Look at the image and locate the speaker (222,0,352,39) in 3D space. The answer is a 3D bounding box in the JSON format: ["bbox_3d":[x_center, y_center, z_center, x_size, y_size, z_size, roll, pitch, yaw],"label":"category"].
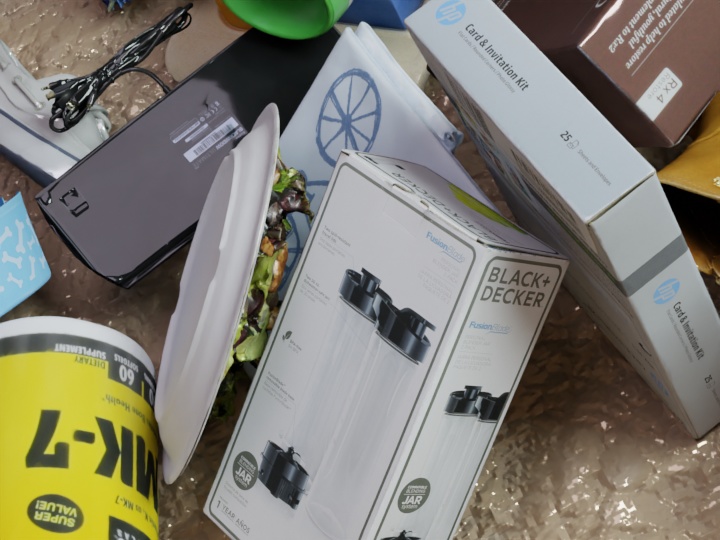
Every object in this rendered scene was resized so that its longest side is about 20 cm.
[{"bbox_3d":[-0.015,-0.231,1.139,0.088,0.089,0.201,6,58,29],"label":"speaker"}]

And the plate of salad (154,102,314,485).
[{"bbox_3d":[-0.063,0.014,1.020,0.048,0.200,0.201,16,60,-10],"label":"plate of salad"}]

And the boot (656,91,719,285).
[{"bbox_3d":[0.178,-0.059,0.968,0.144,0.071,0.201,-17,44,-40],"label":"boot"}]

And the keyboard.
[{"bbox_3d":[-0.100,-0.089,1.136,0.200,0.021,0.127,-38,76,-11],"label":"keyboard"}]

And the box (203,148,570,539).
[{"bbox_3d":[0.009,0.057,0.955,0.117,0.060,0.201,34,109,44],"label":"box"}]

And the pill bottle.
[{"bbox_3d":[-0.159,0.135,1.016,0.114,0.114,0.201,-16,54,16],"label":"pill bottle"}]

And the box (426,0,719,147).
[{"bbox_3d":[0.118,-0.118,1.000,0.100,0.075,0.200,-50,18,-11],"label":"box"}]

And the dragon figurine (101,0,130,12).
[{"bbox_3d":[-0.118,-0.210,1.220,0.100,0.059,0.200,-56,24,-14],"label":"dragon figurine"}]

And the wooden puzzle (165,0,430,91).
[{"bbox_3d":[-0.011,-0.194,1.208,0.184,0.046,0.201,11,65,31],"label":"wooden puzzle"}]

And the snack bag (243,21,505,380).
[{"bbox_3d":[0.000,0.000,1.035,0.189,0.021,0.200,-58,47,23],"label":"snack bag"}]

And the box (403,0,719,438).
[{"bbox_3d":[0.106,-0.026,0.939,0.041,0.200,0.156,-36,50,-2],"label":"box"}]

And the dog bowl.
[{"bbox_3d":[-0.228,0.008,1.111,0.111,0.050,0.200,-35,10,-14],"label":"dog bowl"}]

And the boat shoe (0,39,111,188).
[{"bbox_3d":[-0.187,-0.089,1.206,0.200,0.074,0.065,35,82,37],"label":"boat shoe"}]
